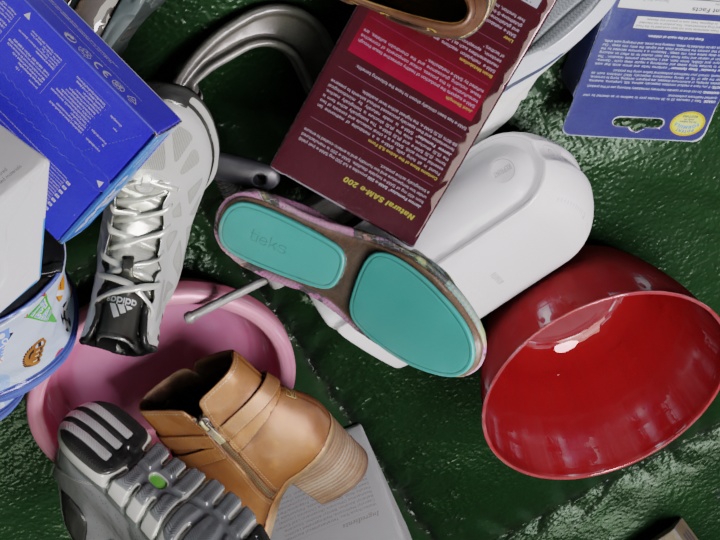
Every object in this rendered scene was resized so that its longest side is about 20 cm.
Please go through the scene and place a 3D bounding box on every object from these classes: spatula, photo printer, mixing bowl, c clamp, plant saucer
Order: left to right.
[{"bbox_3d":[-0.149,-0.078,1.163,0.199,0.021,0.057,9,126,-6],"label":"spatula"},{"bbox_3d":[-0.149,0.076,1.331,0.199,0.051,0.201,-11,134,-12],"label":"plant saucer"},{"bbox_3d":[-0.070,-0.073,1.205,0.170,0.027,0.201,-23,122,-5],"label":"c clamp"},{"bbox_3d":[0.072,-0.017,1.278,0.199,0.070,0.166,-33,159,8],"label":"photo printer"},{"bbox_3d":[0.173,0.054,1.391,0.199,0.109,0.201,-11,135,-11],"label":"mixing bowl"}]

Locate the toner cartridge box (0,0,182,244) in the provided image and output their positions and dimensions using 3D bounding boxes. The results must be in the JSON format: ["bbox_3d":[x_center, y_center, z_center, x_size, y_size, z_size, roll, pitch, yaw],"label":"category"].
[{"bbox_3d":[-0.207,-0.121,1.042,0.200,0.043,0.095,46,113,-1],"label":"toner cartridge box"}]

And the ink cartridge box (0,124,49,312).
[{"bbox_3d":[-0.276,-0.065,1.034,0.068,0.200,0.116,-45,163,-35],"label":"ink cartridge box"}]

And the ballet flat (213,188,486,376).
[{"bbox_3d":[0.000,0.000,1.172,0.199,0.071,0.069,27,112,10],"label":"ballet flat"}]

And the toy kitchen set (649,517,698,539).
[{"bbox_3d":[0.375,0.292,1.722,0.163,0.181,0.200,-39,173,21],"label":"toy kitchen set"}]

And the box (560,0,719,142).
[{"bbox_3d":[0.214,-0.178,1.240,0.120,0.032,0.201,1,130,-21],"label":"box"}]

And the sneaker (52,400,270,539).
[{"bbox_3d":[-0.146,0.190,1.300,0.075,0.200,0.116,-37,166,-40],"label":"sneaker"}]

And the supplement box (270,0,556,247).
[{"bbox_3d":[0.037,-0.130,1.143,0.108,0.061,0.201,30,108,-4],"label":"supplement box"}]

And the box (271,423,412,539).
[{"bbox_3d":[-0.002,0.256,1.450,0.106,0.201,0.153,-22,135,0],"label":"box"}]

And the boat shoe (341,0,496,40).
[{"bbox_3d":[-0.011,-0.198,1.060,0.199,0.068,0.072,27,109,-2],"label":"boat shoe"}]

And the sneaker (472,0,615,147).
[{"bbox_3d":[0.095,-0.145,1.213,0.200,0.073,0.071,-36,157,16],"label":"sneaker"}]

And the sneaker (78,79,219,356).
[{"bbox_3d":[-0.131,-0.017,1.123,0.075,0.116,0.201,7,141,-6],"label":"sneaker"}]

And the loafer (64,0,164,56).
[{"bbox_3d":[-0.173,-0.147,1.094,0.063,0.072,0.200,40,103,1],"label":"loafer"}]

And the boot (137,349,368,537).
[{"bbox_3d":[-0.111,0.148,1.328,0.199,0.077,0.155,-31,129,24],"label":"boot"}]

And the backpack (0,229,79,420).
[{"bbox_3d":[-0.274,0.020,1.139,0.189,0.201,0.154,-20,143,-8],"label":"backpack"}]
